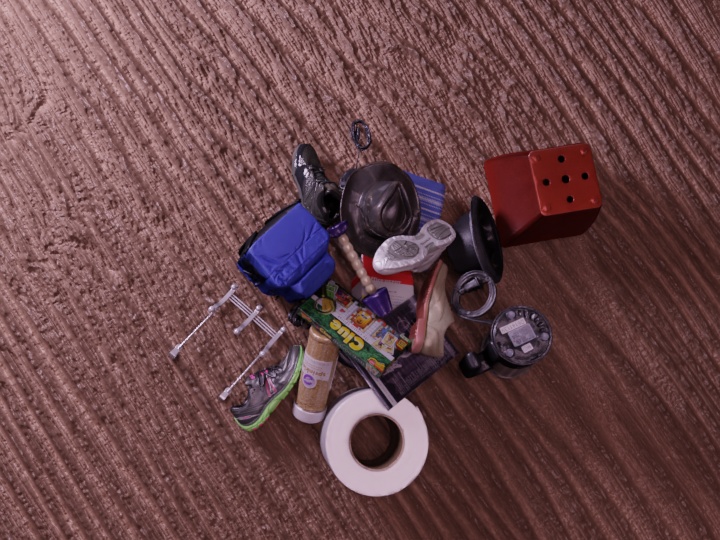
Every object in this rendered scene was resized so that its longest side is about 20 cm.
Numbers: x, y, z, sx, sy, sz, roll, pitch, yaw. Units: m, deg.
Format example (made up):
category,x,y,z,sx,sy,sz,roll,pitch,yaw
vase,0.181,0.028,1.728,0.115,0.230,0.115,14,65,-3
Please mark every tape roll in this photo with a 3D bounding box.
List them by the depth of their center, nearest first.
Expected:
category,x,y,z,sx,sy,sz,roll,pitch,yaw
tape roll,0.023,0.333,1.458,0.203,0.139,0.203,1,82,-8

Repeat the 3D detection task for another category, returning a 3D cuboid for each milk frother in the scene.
category,x,y,z,sx,sy,sz,roll,pitch,yaw
milk frother,0.275,0.112,1.497,0.180,0.188,0.200,-7,73,0

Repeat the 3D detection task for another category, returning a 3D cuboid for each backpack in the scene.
category,x,y,z,sx,sy,sz,roll,pitch,yaw
backpack,-0.152,-0.019,1.448,0.162,0.200,0.168,-39,98,-19

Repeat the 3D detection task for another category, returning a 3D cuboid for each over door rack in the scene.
category,x,y,z,sx,sy,sz,roll,pitch,yaw
over door rack,-0.265,0.145,1.479,0.148,0.067,0.200,42,80,0

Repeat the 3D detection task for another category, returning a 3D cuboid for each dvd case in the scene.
category,x,y,z,sx,sy,sz,roll,pitch,yaw
dvd case,0.080,0.156,1.436,0.200,0.016,0.149,-34,83,-31

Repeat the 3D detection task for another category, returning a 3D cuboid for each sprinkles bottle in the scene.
category,x,y,z,sx,sy,sz,roll,pitch,yaw
sprinkles bottle,-0.085,0.202,1.449,0.068,0.068,0.200,10,114,-6

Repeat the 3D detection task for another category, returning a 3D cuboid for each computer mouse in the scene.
category,x,y,z,sx,sy,sz,roll,pitch,yaw
computer mouse,-0.047,0.125,1.515,0.200,0.053,0.138,45,58,0
computer mouse,-0.007,-0.220,1.542,0.059,0.034,0.200,4,77,10

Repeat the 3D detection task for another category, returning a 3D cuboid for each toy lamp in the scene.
category,x,y,z,sx,sy,sz,roll,pitch,yaw
toy lamp,0.000,0.000,1.433,0.058,0.058,0.200,-32,97,-10

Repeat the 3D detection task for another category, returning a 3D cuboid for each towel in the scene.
category,x,y,z,sx,sy,sz,roll,pitch,yaw
towel,0.096,-0.110,1.539,0.145,0.024,0.200,17,75,-15

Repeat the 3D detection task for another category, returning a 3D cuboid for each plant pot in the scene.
category,x,y,z,sx,sy,sz,roll,pitch,yaw
plant pot,0.398,-0.173,1.553,0.200,0.176,0.200,-10,84,-9

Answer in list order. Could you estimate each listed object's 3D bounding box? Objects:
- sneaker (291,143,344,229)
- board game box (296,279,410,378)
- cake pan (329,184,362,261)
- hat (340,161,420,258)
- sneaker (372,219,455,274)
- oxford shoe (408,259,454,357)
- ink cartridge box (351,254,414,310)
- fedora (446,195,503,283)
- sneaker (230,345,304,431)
category,x,y,z,sx,sy,sz,roll,pitch,yaw
sneaker,-0.080,-0.180,1.509,0.076,0.114,0.200,9,66,-40
board game box,-0.013,0.108,1.399,0.200,0.023,0.105,37,53,13
cake pan,0.029,-0.112,1.565,0.200,0.037,0.200,1,83,-7
hat,0.054,-0.125,1.462,0.200,0.081,0.201,2,84,-23
sneaker,0.103,-0.024,1.458,0.200,0.099,0.078,-22,58,-32
oxford shoe,0.149,0.076,1.449,0.074,0.071,0.200,17,72,-6
ink cartridge box,0.046,0.071,1.507,0.116,0.067,0.200,7,67,-19
fedora,0.230,-0.057,1.536,0.092,0.201,0.201,-16,85,22
sneaker,-0.184,0.226,1.475,0.084,0.077,0.200,39,79,-6
